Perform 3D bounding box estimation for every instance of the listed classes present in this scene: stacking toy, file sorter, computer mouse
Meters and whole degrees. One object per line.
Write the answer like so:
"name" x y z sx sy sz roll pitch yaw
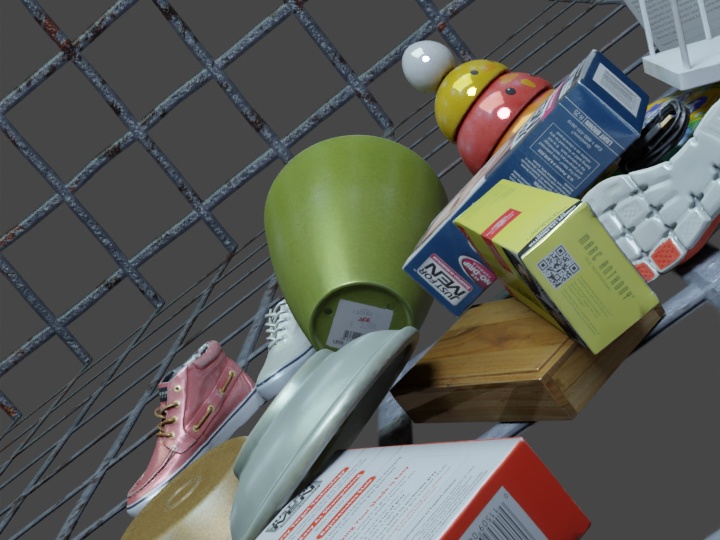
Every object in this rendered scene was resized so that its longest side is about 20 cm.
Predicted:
"stacking toy" 0.118 -0.147 1.058 0.146 0.200 0.146 -50 -11 -14
"file sorter" 0.307 -0.224 0.833 0.200 0.125 0.139 -15 13 7
"computer mouse" 0.166 -0.048 0.824 0.200 0.034 0.059 -56 13 32

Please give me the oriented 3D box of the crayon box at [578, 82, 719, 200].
"crayon box" 0.221 -0.084 0.911 0.126 0.052 0.200 -46 12 -34

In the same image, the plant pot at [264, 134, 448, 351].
"plant pot" 0.000 0.000 1.054 0.187 0.187 0.200 -36 25 17

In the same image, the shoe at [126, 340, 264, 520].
"shoe" -0.191 0.162 1.179 0.200 0.091 0.071 -46 12 -35

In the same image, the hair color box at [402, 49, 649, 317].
"hair color box" 0.124 -0.065 0.853 0.200 0.061 0.100 -48 2 29

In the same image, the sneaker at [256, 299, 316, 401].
"sneaker" -0.078 0.071 1.235 0.073 0.071 0.200 -34 11 25

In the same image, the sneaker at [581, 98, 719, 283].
"sneaker" 0.224 -0.046 0.750 0.082 0.077 0.200 -5 -25 -44

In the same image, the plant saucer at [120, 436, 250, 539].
"plant saucer" -0.144 0.206 0.986 0.200 0.035 0.200 -37 10 8

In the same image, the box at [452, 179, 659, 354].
"box" 0.114 -0.010 0.704 0.050 0.075 0.200 -39 11 1

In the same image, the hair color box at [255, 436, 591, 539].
"hair color box" 0.017 0.146 0.598 0.102 0.061 0.200 -45 12 -26

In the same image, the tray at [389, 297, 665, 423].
"tray" 0.103 0.056 0.762 0.099 0.037 0.200 -43 10 -23

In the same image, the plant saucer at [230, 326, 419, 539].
"plant saucer" -0.036 0.109 0.773 0.200 0.050 0.200 -52 -9 -12

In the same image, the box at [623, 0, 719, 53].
"box" 0.397 -0.332 1.149 0.199 0.131 0.200 -42 10 -15
